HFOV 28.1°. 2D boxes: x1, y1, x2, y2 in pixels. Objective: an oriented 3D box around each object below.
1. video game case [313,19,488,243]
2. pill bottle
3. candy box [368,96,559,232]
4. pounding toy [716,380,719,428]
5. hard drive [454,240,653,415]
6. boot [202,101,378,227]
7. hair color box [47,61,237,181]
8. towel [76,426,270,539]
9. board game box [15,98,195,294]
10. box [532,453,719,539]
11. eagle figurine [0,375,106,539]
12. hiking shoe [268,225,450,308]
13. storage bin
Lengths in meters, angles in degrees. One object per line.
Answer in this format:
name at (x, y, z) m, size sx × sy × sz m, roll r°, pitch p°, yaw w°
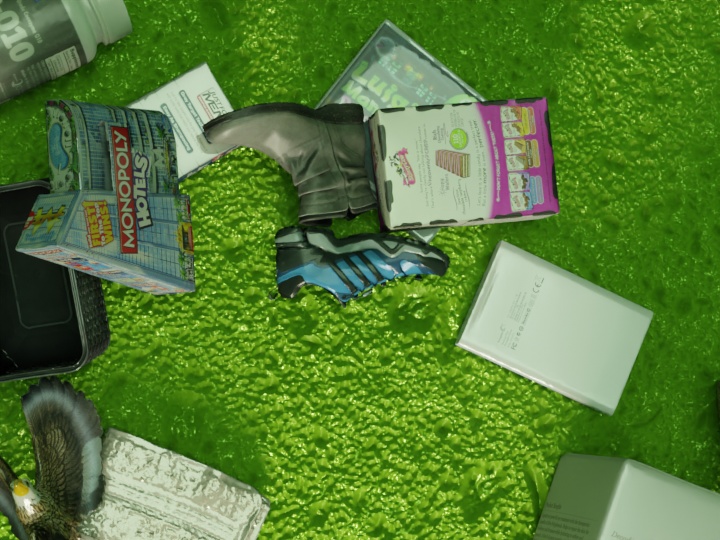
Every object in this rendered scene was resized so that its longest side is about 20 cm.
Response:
video game case at (0.052, -0.160, 1.660) m, size 0.200 × 0.023 × 0.182 m, roll 38°, pitch 79°, yaw -4°
pill bottle at (-0.356, -0.258, 1.552) m, size 0.200 × 0.114 × 0.114 m, roll -28°, pitch 89°, yaw -12°
candy box at (0.116, -0.119, 1.626) m, size 0.199 × 0.061 × 0.137 m, roll -5°, pitch 86°, yaw -12°
pounding toy at (0.524, 0.214, 1.663) m, size 0.199 × 0.142 × 0.185 m, roll -3°, pitch 84°, yaw 0°
hard drive at (0.225, 0.067, 1.665) m, size 0.200 × 0.025 × 0.132 m, roll 25°, pitch 81°, yaw -6°
boot at (-0.070, -0.113, 1.566) m, size 0.200 × 0.070 × 0.132 m, roll -5°, pitch 85°, yaw -27°
hair color box at (-0.233, -0.136, 1.587) m, size 0.200 × 0.061 × 0.100 m, roll -31°, pitch 93°, yaw -12°
towel at (-0.208, 0.267, 1.563) m, size 0.200 × 0.034 × 0.133 m, roll 23°, pitch 80°, yaw -7°
board game box at (-0.258, -0.073, 1.456) m, size 0.062 × 0.200 × 0.201 m, roll -5°, pitch 88°, yaw 33°
box at (0.310, 0.311, 1.567) m, size 0.200 × 0.199 × 0.172 m, roll 21°, pitch 81°, yaw -9°
eagle figurine at (-0.340, 0.228, 1.491) m, size 0.151 × 0.151 × 0.200 m, roll 1°, pitch 54°, yaw -31°
hiking shoe at (0.000, 0.000, 1.616) m, size 0.199 × 0.074 × 0.087 m, roll 5°, pitch 91°, yaw 0°
storage bin at (-0.351, 0.008, 1.506) m, size 0.135 × 0.094 × 0.201 m, roll -9°, pitch 96°, yaw 6°
